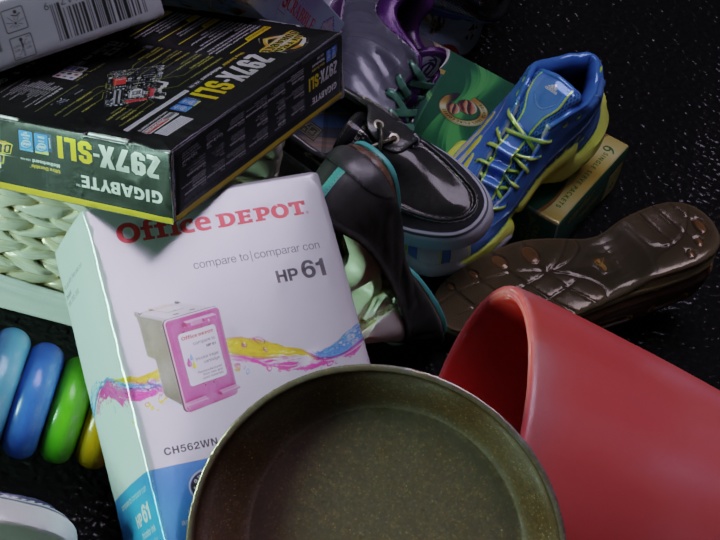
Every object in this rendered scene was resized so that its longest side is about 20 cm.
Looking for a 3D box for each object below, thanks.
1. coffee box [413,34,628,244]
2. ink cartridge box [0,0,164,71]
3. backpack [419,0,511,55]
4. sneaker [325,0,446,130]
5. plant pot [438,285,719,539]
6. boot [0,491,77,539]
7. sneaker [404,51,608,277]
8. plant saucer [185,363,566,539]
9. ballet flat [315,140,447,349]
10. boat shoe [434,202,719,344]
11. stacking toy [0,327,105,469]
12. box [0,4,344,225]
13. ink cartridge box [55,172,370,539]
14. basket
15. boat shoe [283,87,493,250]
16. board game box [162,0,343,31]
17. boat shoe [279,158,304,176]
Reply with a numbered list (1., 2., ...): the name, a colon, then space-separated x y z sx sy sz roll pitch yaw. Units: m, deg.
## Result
1. coffee box: 0.082 -0.094 1.561 0.200 0.044 0.123 31 44 16
2. ink cartridge box: -0.225 -0.153 1.299 0.162 0.057 0.200 -22 13 -19
3. backpack: 0.038 -0.265 1.658 0.190 0.154 0.200 22 26 0
4. sneaker: 0.015 -0.114 1.473 0.074 0.087 0.201 26 58 -56
5. plant pot: 0.136 0.129 1.236 0.177 0.201 0.201 18 39 -14
6. boot: -0.254 0.117 1.186 0.199 0.073 0.091 6 47 -11
7. sneaker: 0.095 -0.083 1.449 0.076 0.105 0.200 36 58 19
8. plant saucer: 0.010 0.145 1.118 0.200 0.201 0.037 23 10 8
9. ballet flat: 0.000 0.000 1.341 0.068 0.200 0.068 32 68 35
10. boat shoe: 0.146 0.017 1.444 0.199 0.068 0.072 -16 51 -11
11. stacking toy: -0.166 0.084 1.256 0.199 0.086 0.086 19 40 -6
12. box: -0.125 -0.098 1.254 0.159 0.050 0.200 13 30 23
13. ink cartridge box: -0.076 0.057 1.214 0.144 0.085 0.201 -11 74 -21
14. basket: -0.151 -0.046 1.368 0.199 0.124 0.136 14 39 -2
15. boat shoe: -0.003 -0.079 1.405 0.200 0.057 0.069 31 73 18
16. board game box: -0.127 -0.204 1.379 0.200 0.041 0.199 25 -3 16
17. boat shoe: -0.128 -0.094 1.478 0.199 0.075 0.069 17 59 -2
